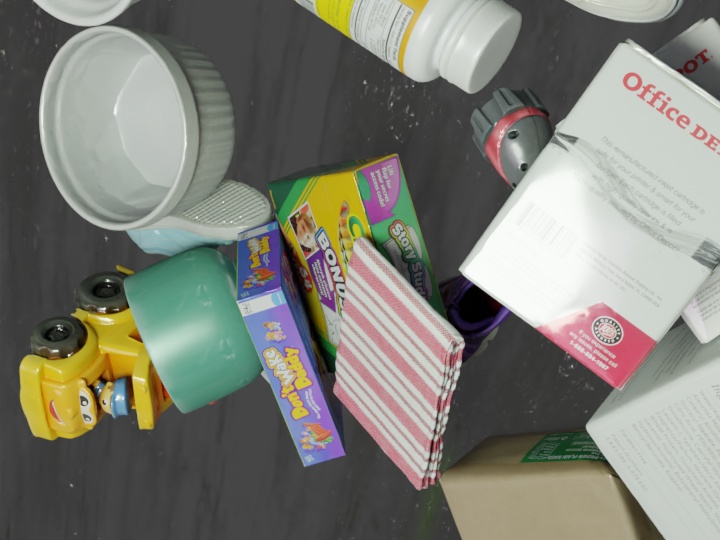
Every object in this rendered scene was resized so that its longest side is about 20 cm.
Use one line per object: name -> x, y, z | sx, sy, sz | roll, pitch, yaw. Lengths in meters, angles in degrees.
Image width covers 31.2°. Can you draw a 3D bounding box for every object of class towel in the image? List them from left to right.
towel -> 0.032, 0.083, 1.135 | 0.146, 0.030, 0.201 | 46, 144, 35

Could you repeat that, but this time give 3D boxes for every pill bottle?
pill bottle -> 0.033, -0.233, 1.082 | 0.199, 0.109, 0.110 | 36, 131, 16

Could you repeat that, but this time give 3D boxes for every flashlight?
flashlight -> 0.159, -0.066, 1.047 | 0.068, 0.068, 0.201 | -40, 50, 13

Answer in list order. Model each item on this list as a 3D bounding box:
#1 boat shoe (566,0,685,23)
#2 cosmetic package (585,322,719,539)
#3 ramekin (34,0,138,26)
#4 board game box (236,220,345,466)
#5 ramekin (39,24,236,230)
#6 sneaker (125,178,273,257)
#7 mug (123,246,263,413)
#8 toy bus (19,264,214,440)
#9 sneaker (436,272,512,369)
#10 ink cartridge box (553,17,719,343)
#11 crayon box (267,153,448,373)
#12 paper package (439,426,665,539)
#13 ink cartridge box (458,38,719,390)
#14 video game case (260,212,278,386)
boat shoe -> 0.157, -0.242, 1.010 | 0.199, 0.070, 0.071 | 31, 129, 21
cosmetic package -> 0.324, 0.113, 1.016 | 0.165, 0.165, 0.200 | 54, 134, -1
ramekin -> -0.255, -0.347, 1.245 | 0.199, 0.098, 0.202 | 17, 123, 28
board game box -> -0.068, 0.071, 1.271 | 0.044, 0.135, 0.201 | -17, 119, 5
ramekin -> -0.217, -0.145, 1.297 | 0.199, 0.105, 0.202 | 7, 103, 33
sneaker -> -0.166, -0.046, 1.375 | 0.199, 0.074, 0.082 | 7, 140, 34
mug -> -0.164, 0.042, 1.327 | 0.152, 0.114, 0.186 | 70, 176, -58
toy bus -> -0.251, 0.112, 1.432 | 0.191, 0.200, 0.137 | 19, 131, 20
sneaker -> 0.093, 0.040, 1.206 | 0.081, 0.083, 0.200 | 46, 133, 7
ink cartridge box -> 0.263, -0.071, 0.984 | 0.144, 0.084, 0.201 | -36, 90, 18
crayon box -> 0.000, 0.000, 1.211 | 0.172, 0.058, 0.202 | 0, 110, 61
paper package -> 0.202, 0.250, 1.227 | 0.199, 0.103, 0.192 | -10, 108, 41
ink cartridge box -> 0.188, -0.042, 0.920 | 0.145, 0.083, 0.201 | 37, 105, 6
video game case -> -0.075, 0.039, 1.377 | 0.143, 0.018, 0.200 | 46, 133, 6
